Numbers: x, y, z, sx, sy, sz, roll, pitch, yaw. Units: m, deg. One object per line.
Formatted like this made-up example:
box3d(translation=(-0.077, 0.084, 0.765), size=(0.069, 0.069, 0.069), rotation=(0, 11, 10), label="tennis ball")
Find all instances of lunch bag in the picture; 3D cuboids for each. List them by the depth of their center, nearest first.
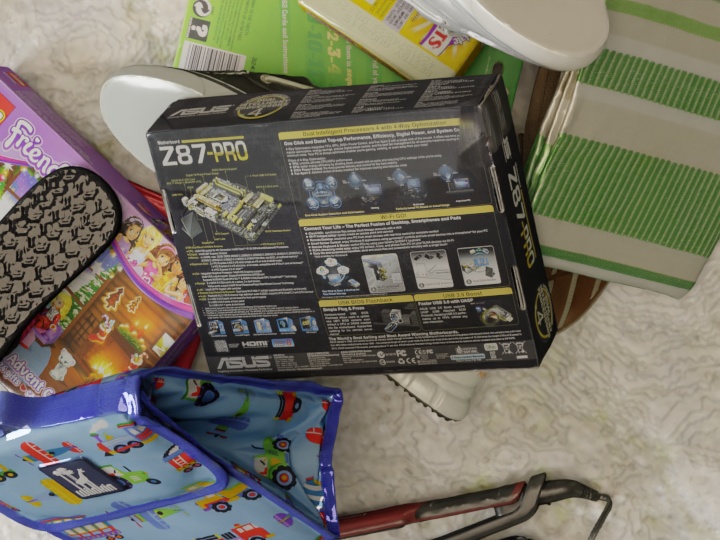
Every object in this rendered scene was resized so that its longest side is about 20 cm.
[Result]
box3d(translation=(-0.128, 0.094, 1.478), size=(0.150, 0.200, 0.094), rotation=(-14, 66, 34), label="lunch bag")

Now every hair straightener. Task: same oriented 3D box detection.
box3d(translation=(0.055, 0.170, 1.602), size=(0.200, 0.041, 0.077), rotation=(-14, 93, 6), label="hair straightener")

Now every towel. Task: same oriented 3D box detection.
box3d(translation=(0.165, -0.089, 1.520), size=(0.152, 0.023, 0.200), rotation=(13, 99, -35), label="towel")

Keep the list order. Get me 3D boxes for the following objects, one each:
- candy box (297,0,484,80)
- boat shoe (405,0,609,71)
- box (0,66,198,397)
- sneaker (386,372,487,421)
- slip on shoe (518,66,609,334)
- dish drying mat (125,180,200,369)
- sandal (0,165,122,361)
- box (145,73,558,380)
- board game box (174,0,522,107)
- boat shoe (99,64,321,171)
box3d(translation=(0.063, -0.204, 1.538), size=(0.102, 0.026, 0.200), rotation=(35, 86, 10), label="candy box")
box3d(translation=(0.050, -0.165, 1.484), size=(0.200, 0.069, 0.072), rotation=(34, 58, 16), label="boat shoe")
box3d(translation=(-0.190, -0.006, 1.608), size=(0.200, 0.039, 0.137), rotation=(43, 102, 10), label="box")
box3d(translation=(0.000, 0.000, 1.579), size=(0.200, 0.074, 0.080), rotation=(37, 95, -4), label="sneaker")
box3d(translation=(0.119, -0.063, 1.556), size=(0.061, 0.076, 0.200), rotation=(27, 111, 45), label="slip on shoe")
box3d(translation=(-0.140, 0.051, 1.629), size=(0.077, 0.018, 0.200), rotation=(21, 98, 8), label="dish drying mat")
box3d(translation=(-0.219, 0.019, 1.580), size=(0.200, 0.045, 0.075), rotation=(-40, 87, 0), label="sandal")
box3d(translation=(-0.005, -0.020, 1.483), size=(0.200, 0.049, 0.162), rotation=(-4, 118, 22), label="box")
box3d(translation=(-0.005, -0.127, 1.577), size=(0.200, 0.030, 0.096), rotation=(15, 98, 10), label="board game box")
box3d(translation=(-0.049, -0.077, 1.539), size=(0.200, 0.064, 0.071), rotation=(20, 132, 8), label="boat shoe")
